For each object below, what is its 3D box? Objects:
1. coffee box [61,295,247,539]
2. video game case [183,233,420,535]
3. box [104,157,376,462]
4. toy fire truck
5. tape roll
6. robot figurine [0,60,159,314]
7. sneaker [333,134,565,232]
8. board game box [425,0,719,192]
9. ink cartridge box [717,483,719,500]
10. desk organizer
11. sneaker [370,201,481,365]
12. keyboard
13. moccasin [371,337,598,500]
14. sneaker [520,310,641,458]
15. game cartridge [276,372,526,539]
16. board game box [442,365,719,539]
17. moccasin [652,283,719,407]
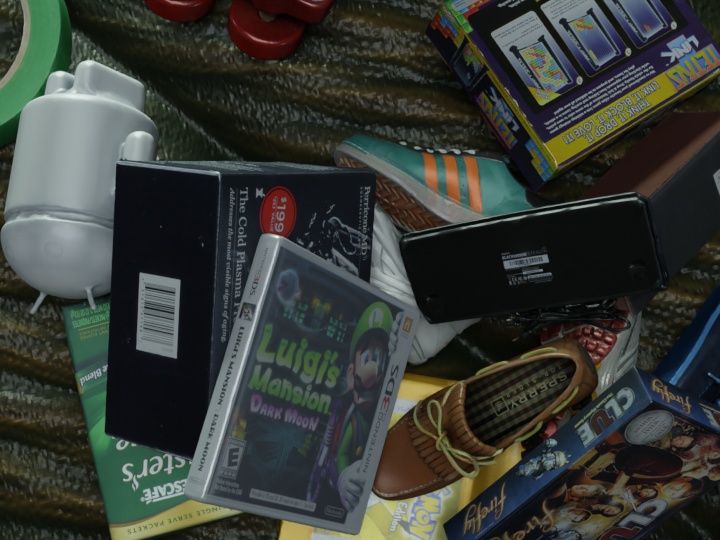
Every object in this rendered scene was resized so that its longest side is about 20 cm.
[{"bbox_3d":[-0.162,0.113,1.039,0.122,0.044,0.201,-13,81,-3],"label":"coffee box"},{"bbox_3d":[-0.034,0.089,0.918,0.023,0.200,0.183,10,79,35],"label":"video game case"},{"bbox_3d":[-0.084,0.021,0.941,0.104,0.182,0.201,9,100,34],"label":"box"},{"bbox_3d":[-0.093,-0.290,1.085,0.199,0.112,0.168,24,57,3],"label":"toy fire truck"},{"bbox_3d":[-0.349,-0.199,1.087,0.199,0.048,0.202,0,81,-1],"label":"tape roll"},{"bbox_3d":[-0.225,-0.064,1.027,0.113,0.169,0.201,19,70,-41],"label":"robot figurine"},{"bbox_3d":[0.076,-0.069,1.064,0.199,0.071,0.080,29,66,7],"label":"sneaker"},{"bbox_3d":[0.181,-0.184,1.059,0.199,0.057,0.166,-30,83,-22],"label":"board game box"},{"bbox_3d":[0.339,0.208,0.975,0.087,0.145,0.201,-7,81,-1],"label":"ink cartridge box"},{"bbox_3d":[0.239,-0.052,1.041,0.200,0.077,0.072,-40,116,-28],"label":"desk organizer"},{"bbox_3d":[0.000,0.000,1.040,0.200,0.078,0.099,43,91,2],"label":"sneaker"},{"bbox_3d":[0.134,0.000,0.974,0.199,0.040,0.105,-8,107,26],"label":"keyboard"},{"bbox_3d":[0.088,0.118,0.976,0.201,0.078,0.074,-26,78,18],"label":"moccasin"},{"bbox_3d":[0.188,0.091,1.037,0.078,0.082,0.201,0,62,43],"label":"sneaker"},{"bbox_3d":[0.041,0.172,1.037,0.199,0.032,0.177,9,81,2],"label":"game cartridge"},{"bbox_3d":[0.177,0.162,0.948,0.200,0.135,0.035,-45,41,26],"label":"board game box"},{"bbox_3d":[0.285,0.074,1.010,0.068,0.080,0.200,42,65,2],"label":"moccasin"}]
